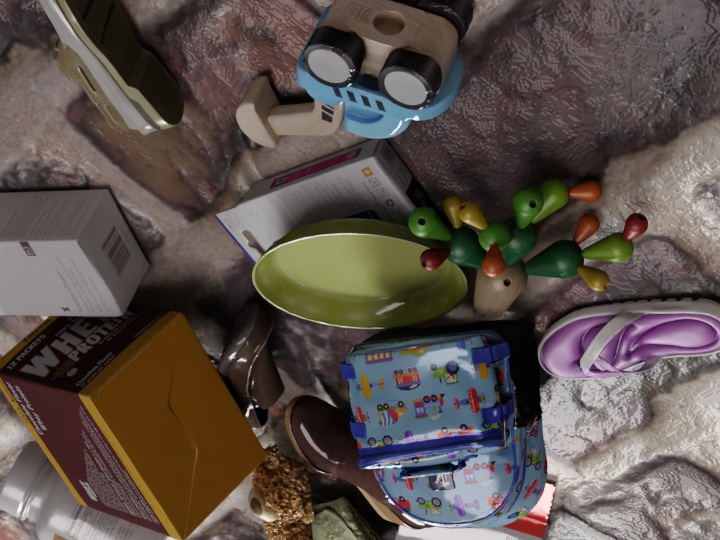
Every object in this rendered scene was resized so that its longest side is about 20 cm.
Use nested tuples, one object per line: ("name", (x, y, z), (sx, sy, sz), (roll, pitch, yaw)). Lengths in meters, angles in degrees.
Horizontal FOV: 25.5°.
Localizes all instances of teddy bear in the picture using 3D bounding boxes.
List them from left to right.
("teddy bear", (-0.090, 0.259, 1.738), (0.067, 0.145, 0.200), (-9, 177, -6))

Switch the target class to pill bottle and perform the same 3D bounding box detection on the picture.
("pill bottle", (-0.326, 0.287, 1.903), (0.200, 0.114, 0.114), (26, 138, -1))

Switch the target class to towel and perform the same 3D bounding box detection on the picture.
("towel", (-0.003, 0.351, 1.822), (0.200, 0.036, 0.148), (53, 145, -3))

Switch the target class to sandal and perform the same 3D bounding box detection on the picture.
("sandal", (0.244, 0.069, 1.460), (0.203, 0.050, 0.082), (-19, 122, 38))

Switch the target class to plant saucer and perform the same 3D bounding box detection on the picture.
("plant saucer", (0.000, 0.000, 1.479), (0.200, 0.031, 0.200), (3, 153, 1))

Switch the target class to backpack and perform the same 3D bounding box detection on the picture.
("backpack", (0.082, 0.154, 1.498), (0.182, 0.135, 0.200), (-5, 95, 22))

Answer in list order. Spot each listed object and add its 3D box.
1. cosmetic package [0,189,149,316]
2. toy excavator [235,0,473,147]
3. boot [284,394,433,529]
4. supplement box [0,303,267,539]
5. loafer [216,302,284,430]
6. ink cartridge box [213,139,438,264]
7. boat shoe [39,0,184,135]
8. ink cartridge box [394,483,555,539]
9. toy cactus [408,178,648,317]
("cosmetic package", (-0.332, -0.017, 1.626), (0.200, 0.081, 0.113), (-3, 133, 27))
("toy excavator", (-0.013, -0.154, 1.335), (0.194, 0.100, 0.200), (18, 146, 10))
("boot", (0.031, 0.193, 1.643), (0.200, 0.072, 0.166), (46, 148, -21))
("supplement box", (-0.242, 0.148, 1.654), (0.200, 0.133, 0.197), (7, 133, 48))
("loafer", (-0.109, 0.101, 1.654), (0.071, 0.073, 0.200), (19, 148, 1))
("ink cartridge box", (-0.034, -0.054, 1.481), (0.200, 0.037, 0.095), (-19, 123, 35))
("boat shoe", (-0.238, -0.196, 1.405), (0.068, 0.075, 0.200), (-14, 126, 28))
("ink cartridge box", (0.121, 0.287, 1.742), (0.161, 0.050, 0.200), (15, 139, 11))
("toy cactus", (0.137, -0.009, 1.385), (0.200, 0.102, 0.165), (-3, 147, -13))
